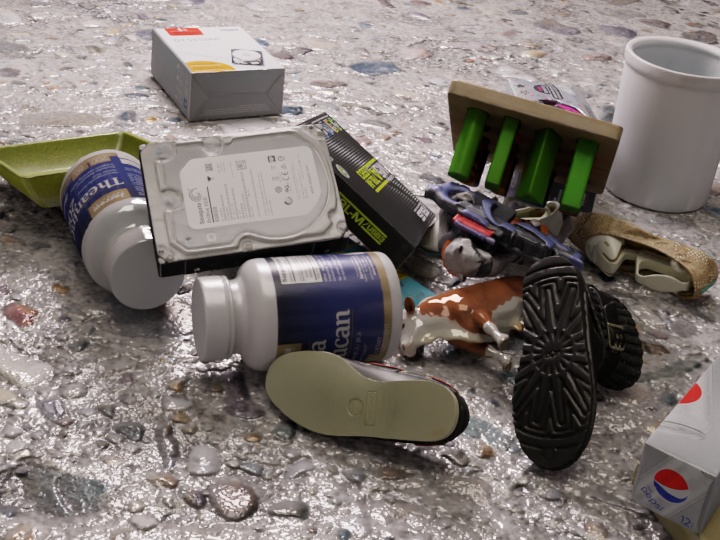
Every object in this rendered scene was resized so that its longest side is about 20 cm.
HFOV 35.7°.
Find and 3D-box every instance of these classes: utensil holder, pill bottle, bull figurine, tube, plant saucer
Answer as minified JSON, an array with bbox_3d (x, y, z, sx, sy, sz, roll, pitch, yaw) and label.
[{"bbox_3d":[0.437,-0.207,1.582,0.167,0.203,0.171,6,28,-3],"label":"utensil holder"},{"bbox_3d":[-0.065,0.042,1.120,0.197,0.113,0.111,-4,31,-18],"label":"pill bottle"},{"bbox_3d":[0.133,0.054,1.193,0.198,0.066,0.121,-20,42,-38],"label":"bull figurine"},{"bbox_3d":[0.000,0.000,1.283,0.199,0.051,0.077,32,40,31],"label":"tube"},{"bbox_3d":[-0.258,-0.044,1.227,0.109,0.113,0.200,-7,32,-24],"label":"pill bottle"},{"bbox_3d":[-0.346,-0.124,1.384,0.197,0.049,0.199,-12,21,-30],"label":"plant saucer"}]

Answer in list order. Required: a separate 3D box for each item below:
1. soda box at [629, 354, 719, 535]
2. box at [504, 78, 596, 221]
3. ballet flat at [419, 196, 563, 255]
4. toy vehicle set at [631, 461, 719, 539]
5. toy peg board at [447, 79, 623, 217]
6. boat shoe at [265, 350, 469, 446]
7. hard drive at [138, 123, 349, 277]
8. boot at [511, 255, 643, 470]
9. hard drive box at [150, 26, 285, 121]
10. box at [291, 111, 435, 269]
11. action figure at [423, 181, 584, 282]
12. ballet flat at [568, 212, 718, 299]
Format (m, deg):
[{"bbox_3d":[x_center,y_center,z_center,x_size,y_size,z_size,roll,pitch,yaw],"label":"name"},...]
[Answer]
[{"bbox_3d":[0.316,0.150,1.009,0.068,0.064,0.199,23,33,28],"label":"soda box"},{"bbox_3d":[0.255,-0.167,1.540,0.113,0.134,0.201,5,29,-6],"label":"box"},{"bbox_3d":[0.166,-0.062,1.404,0.197,0.070,0.070,-4,31,-18],"label":"ballet flat"},{"bbox_3d":[0.362,0.210,1.007,0.197,0.027,0.125,-4,31,-19],"label":"toy vehicle set"},{"bbox_3d":[0.189,-0.117,1.314,0.197,0.099,0.199,18,-11,10],"label":"toy peg board"},{"bbox_3d":[0.005,0.123,1.050,0.198,0.075,0.063,8,-8,22],"label":"boat shoe"},{"bbox_3d":[-0.121,-0.075,1.150,0.197,0.038,0.142,-8,66,-13],"label":"hard drive"},{"bbox_3d":[0.220,0.104,1.104,0.078,0.215,0.157,-5,-24,32],"label":"boot"},{"bbox_3d":[-0.226,-0.311,1.744,0.154,0.078,0.200,-8,32,-26],"label":"hard drive box"},{"bbox_3d":[-0.003,-0.098,1.313,0.193,0.048,0.200,41,17,0],"label":"box"},{"bbox_3d":[0.165,-0.024,1.256,0.199,0.106,0.192,33,31,28],"label":"action figure"},{"bbox_3d":[0.335,-0.017,1.367,0.197,0.071,0.065,18,45,26],"label":"ballet flat"}]
